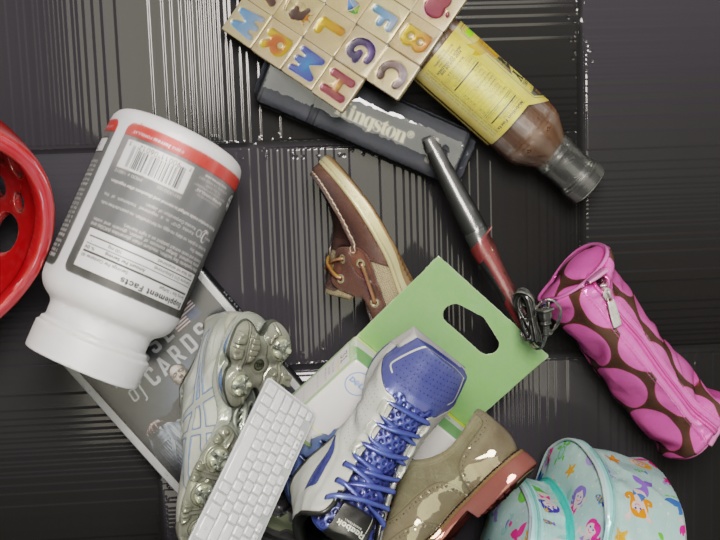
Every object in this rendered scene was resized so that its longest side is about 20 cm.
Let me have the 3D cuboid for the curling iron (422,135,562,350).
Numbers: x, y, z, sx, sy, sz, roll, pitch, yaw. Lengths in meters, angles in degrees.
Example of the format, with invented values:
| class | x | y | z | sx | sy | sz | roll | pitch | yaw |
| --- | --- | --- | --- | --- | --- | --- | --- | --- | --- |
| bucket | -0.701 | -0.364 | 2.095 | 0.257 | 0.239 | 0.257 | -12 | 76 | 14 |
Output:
| class | x | y | z | sx | sy | sz | roll | pitch | yaw |
| --- | --- | --- | --- | --- | --- | --- | --- | --- | --- |
| curling iron | 0.108 | -0.027 | 0.730 | 0.025 | 0.050 | 0.201 | -22 | 78 | -35 |

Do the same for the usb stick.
| class | x | y | z | sx | sy | sz | roll | pitch | yaw |
| --- | --- | --- | --- | --- | --- | --- | --- | --- | --- |
| usb stick | 0.004 | -0.134 | 0.758 | 0.198 | 0.033 | 0.056 | 23 | 93 | -6 |

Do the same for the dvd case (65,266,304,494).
| class | x | y | z | sx | sy | sz | roll | pitch | yaw |
| --- | --- | --- | --- | --- | --- | --- | --- | --- | --- |
| dvd case | -0.147 | 0.104 | 0.779 | 0.150 | 0.025 | 0.200 | -40 | 97 | 1 |

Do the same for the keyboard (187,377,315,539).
| class | x | y | z | sx | sy | sz | roll | pitch | yaw |
| --- | --- | --- | --- | --- | --- | --- | --- | --- | --- |
| keyboard | -0.092 | 0.181 | 0.657 | 0.056 | 0.011 | 0.201 | 45 | 54 | -31 |

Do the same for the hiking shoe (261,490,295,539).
| class | x | y | z | sx | sy | sz | roll | pitch | yaw |
| --- | --- | --- | --- | --- | --- | --- | --- | --- | --- |
| hiking shoe | -0.024 | 0.271 | 0.789 | 0.199 | 0.076 | 0.101 | 34 | 109 | -4 |

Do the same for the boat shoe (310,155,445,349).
| class | x | y | z | sx | sy | sz | roll | pitch | yaw |
| --- | --- | --- | --- | --- | --- | --- | --- | --- | --- |
| boat shoe | 0.000 | 0.000 | 0.755 | 0.072 | 0.072 | 0.201 | -29 | 104 | 0 |

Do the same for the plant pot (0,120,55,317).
| class | x | y | z | sx | sy | sz | roll | pitch | yaw |
| --- | --- | --- | --- | --- | --- | --- | --- | --- | --- |
| plant pot | -0.360 | -0.059 | 0.647 | 0.182 | 0.200 | 0.201 | 35 | 94 | 31 |

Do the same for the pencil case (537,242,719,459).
| class | x | y | z | sx | sy | sz | roll | pitch | yaw |
| --- | --- | --- | --- | --- | --- | --- | --- | --- | --- |
| pencil case | 0.242 | 0.074 | 0.763 | 0.091 | 0.094 | 0.200 | -45 | 99 | -16 |

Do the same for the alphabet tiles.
| class | x | y | z | sx | sy | sz | roll | pitch | yaw |
| --- | --- | --- | --- | --- | --- | --- | --- | --- | --- |
| alphabet tiles | -0.019 | -0.235 | 0.725 | 0.199 | 0.006 | 0.167 | 36 | 91 | 13 |

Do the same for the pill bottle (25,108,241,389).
| class | x | y | z | sx | sy | sz | roll | pitch | yaw |
| --- | --- | --- | --- | --- | --- | --- | --- | --- | --- |
| pill bottle | -0.184 | -0.016 | 0.702 | 0.115 | 0.116 | 0.202 | 23 | 83 | -6 |

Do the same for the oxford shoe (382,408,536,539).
| class | x | y | z | sx | sy | sz | roll | pitch | yaw |
| --- | --- | --- | --- | --- | --- | --- | --- | --- | --- |
| oxford shoe | 0.049 | 0.198 | 0.722 | 0.200 | 0.070 | 0.075 | -40 | 70 | 2 |

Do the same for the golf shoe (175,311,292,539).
| class | x | y | z | sx | sy | sz | roll | pitch | yaw |
| --- | --- | --- | --- | --- | --- | --- | --- | --- | --- |
| golf shoe | -0.119 | 0.131 | 0.733 | 0.078 | 0.097 | 0.202 | 17 | 89 | -41 |

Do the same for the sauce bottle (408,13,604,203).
| class | x | y | z | sx | sy | sz | roll | pitch | yaw |
| --- | --- | --- | --- | --- | --- | --- | --- | --- | --- |
| sauce bottle | 0.124 | -0.137 | 0.751 | 0.200 | 0.065 | 0.065 | 40 | 92 | -8 |

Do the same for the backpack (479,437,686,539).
| class | x | y | z | sx | sy | sz | roll | pitch | yaw |
| --- | --- | --- | --- | --- | --- | --- | --- | --- | --- |
| backpack | 0.181 | 0.246 | 0.736 | 0.149 | 0.178 | 0.202 | 21 | 102 | -7 |

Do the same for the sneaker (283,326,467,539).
| class | x | y | z | sx | sy | sz | roll | pitch | yaw |
| --- | --- | --- | --- | --- | --- | --- | --- | --- | --- |
| sneaker | 0.010 | 0.152 | 0.672 | 0.080 | 0.115 | 0.200 | 34 | 110 | -17 |

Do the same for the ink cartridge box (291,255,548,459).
| class | x | y | z | sx | sy | sz | roll | pitch | yaw |
| --- | --- | --- | --- | --- | --- | --- | --- | --- | --- |
| ink cartridge box | 0.046 | 0.107 | 0.742 | 0.145 | 0.048 | 0.200 | 40 | 110 | -19 |
